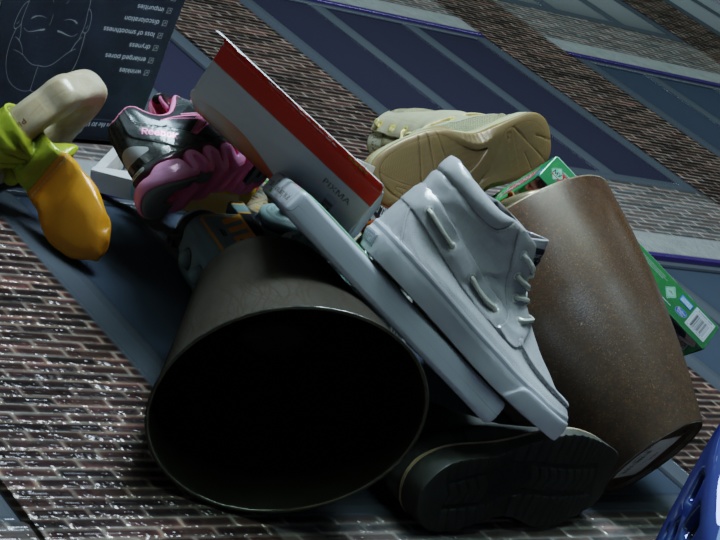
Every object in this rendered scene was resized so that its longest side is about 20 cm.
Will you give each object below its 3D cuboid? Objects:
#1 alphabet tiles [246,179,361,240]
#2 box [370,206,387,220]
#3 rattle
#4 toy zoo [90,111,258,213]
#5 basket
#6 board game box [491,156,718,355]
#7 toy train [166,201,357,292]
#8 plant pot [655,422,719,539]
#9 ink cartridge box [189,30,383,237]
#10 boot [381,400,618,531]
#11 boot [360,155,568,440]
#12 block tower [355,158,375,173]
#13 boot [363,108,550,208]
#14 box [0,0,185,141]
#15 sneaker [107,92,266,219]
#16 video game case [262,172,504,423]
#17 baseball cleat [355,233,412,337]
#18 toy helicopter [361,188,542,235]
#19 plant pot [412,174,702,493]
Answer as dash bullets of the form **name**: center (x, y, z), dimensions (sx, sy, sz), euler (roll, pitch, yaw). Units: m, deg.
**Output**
- **alphabet tiles**: center (-0.051, -0.048, 1.778), dimensions (0.199, 0.006, 0.166), euler (27, 11, 9)
- **box**: center (0.103, -0.027, 1.842), dimensions (0.199, 0.050, 0.158), euler (17, 13, -22)
- **rattle**: center (-0.225, -0.081, 1.615), dimensions (0.142, 0.131, 0.200), euler (36, -6, 3)
- **toy zoo**: center (-0.148, -0.090, 1.721), dimensions (0.130, 0.021, 0.200), euler (10, 24, 8)
- **basket**: center (-0.057, 0.058, 1.347), dimensions (0.179, 0.137, 0.200), euler (-9, 18, -4)
- **board game box**: center (0.197, 0.001, 1.712), dimensions (0.200, 0.029, 0.134), euler (46, -24, -6)
- **toy train**: center (-0.077, 0.007, 1.539), dimensions (0.113, 0.086, 0.200), euler (3, 26, -25)
- **plant pot**: center (0.243, 0.235, 1.147), dimensions (0.199, 0.201, 0.180), euler (27, 27, 9)
- **ink cartridge box**: center (-0.055, -0.090, 1.460), dimensions (0.162, 0.050, 0.200), euler (43, -1, 1)
- **boot**: center (0.077, 0.118, 1.438), dimensions (0.199, 0.078, 0.138), euler (6, 21, -43)
- **boot**: center (0.097, 0.018, 1.349), dimensions (0.200, 0.096, 0.074), euler (47, 0, -19)
- **block tower**: center (-0.036, -0.075, 1.688), dimensions (0.057, 0.054, 0.200), euler (22, 0, -10)
- **boot**: center (0.048, -0.101, 1.769), dimensions (0.199, 0.073, 0.155), euler (-21, 18, -35)
- **box**: center (-0.270, -0.228, 1.741), dimensions (0.199, 0.198, 0.124), euler (1, 28, -47)
- **sneaker**: center (-0.124, -0.108, 1.602), dimensions (0.096, 0.079, 0.199), euler (53, 34, 14)
- **video game case**: center (0.012, 0.014, 1.402), dimensions (0.200, 0.022, 0.182), euler (46, -1, -10)
- **baseball cleat**: center (0.000, 0.000, 1.598), dimensions (0.069, 0.107, 0.200), euler (7, 23, -28)
- **toy helicopter**: center (0.100, -0.026, 1.644), dimensions (0.131, 0.200, 0.080), euler (-5, 77, -34)
- **plant pot**: center (0.168, 0.064, 1.548), dimensions (0.186, 0.187, 0.201), euler (-4, 56, -53)
